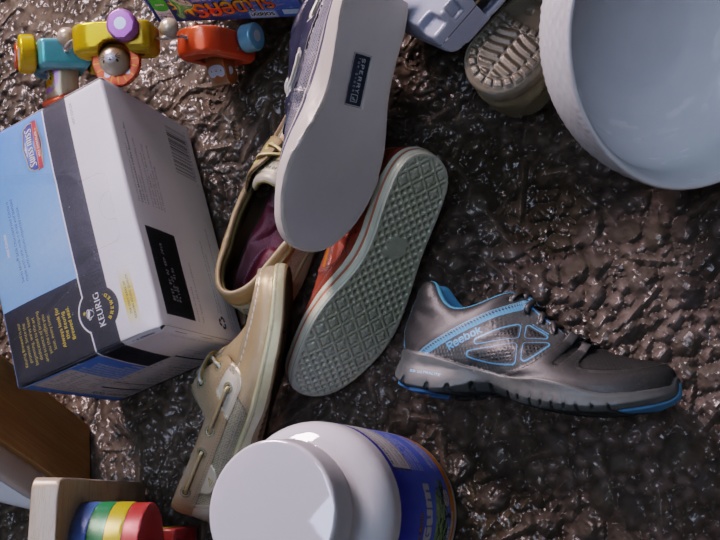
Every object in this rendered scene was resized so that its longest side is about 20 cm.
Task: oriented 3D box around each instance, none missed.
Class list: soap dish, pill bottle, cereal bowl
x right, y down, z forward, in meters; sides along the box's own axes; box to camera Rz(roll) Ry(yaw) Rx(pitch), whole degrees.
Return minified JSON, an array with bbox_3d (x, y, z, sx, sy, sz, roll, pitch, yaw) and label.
[{"bbox_3d":[-0.312,0.111,0.843,0.155,0.201,0.082,8,63,23],"label":"soap dish"},{"bbox_3d":[-0.015,0.157,0.704,0.110,0.200,0.114,-4,78,20],"label":"pill bottle"},{"bbox_3d":[0.198,-0.158,0.714,0.202,0.199,0.083,-60,25,0],"label":"cereal bowl"}]

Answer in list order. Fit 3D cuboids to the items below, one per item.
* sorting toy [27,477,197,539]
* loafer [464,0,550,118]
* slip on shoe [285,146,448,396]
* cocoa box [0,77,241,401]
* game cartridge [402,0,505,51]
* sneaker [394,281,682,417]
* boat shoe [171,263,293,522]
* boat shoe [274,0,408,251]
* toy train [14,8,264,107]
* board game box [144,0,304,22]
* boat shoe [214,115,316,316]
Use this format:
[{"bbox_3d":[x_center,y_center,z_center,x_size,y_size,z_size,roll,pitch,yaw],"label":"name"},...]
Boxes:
[{"bbox_3d":[-0.164,0.248,0.754,0.068,0.199,0.203,0,78,5],"label":"sorting toy"},{"bbox_3d":[0.152,-0.187,0.785,0.200,0.068,0.076,-42,67,-8],"label":"loafer"},{"bbox_3d":[0.000,0.000,0.812,0.061,0.073,0.202,32,99,58],"label":"slip on shoe"},{"bbox_3d":[-0.196,-0.017,0.847,0.130,0.133,0.203,-23,73,16],"label":"cocoa box"},{"bbox_3d":[0.094,-0.252,0.799,0.200,0.040,0.133,-48,36,1],"label":"game cartridge"},{"bbox_3d":[0.119,0.054,0.742,0.197,0.073,0.083,7,81,22],"label":"sneaker"},{"bbox_3d":[-0.094,0.089,0.800,0.064,0.072,0.203,14,100,2],"label":"boat shoe"},{"bbox_3d":[-0.025,-0.116,0.794,0.093,0.074,0.203,20,92,65],"label":"boat shoe"},{"bbox_3d":[-0.183,-0.163,0.879,0.197,0.150,0.057,-4,90,28],"label":"toy train"},{"bbox_3d":[-0.087,-0.293,0.884,0.133,0.035,0.203,3,64,22],"label":"board game box"},{"bbox_3d":[-0.054,-0.061,0.837,0.073,0.066,0.203,17,85,23],"label":"boat shoe"}]
